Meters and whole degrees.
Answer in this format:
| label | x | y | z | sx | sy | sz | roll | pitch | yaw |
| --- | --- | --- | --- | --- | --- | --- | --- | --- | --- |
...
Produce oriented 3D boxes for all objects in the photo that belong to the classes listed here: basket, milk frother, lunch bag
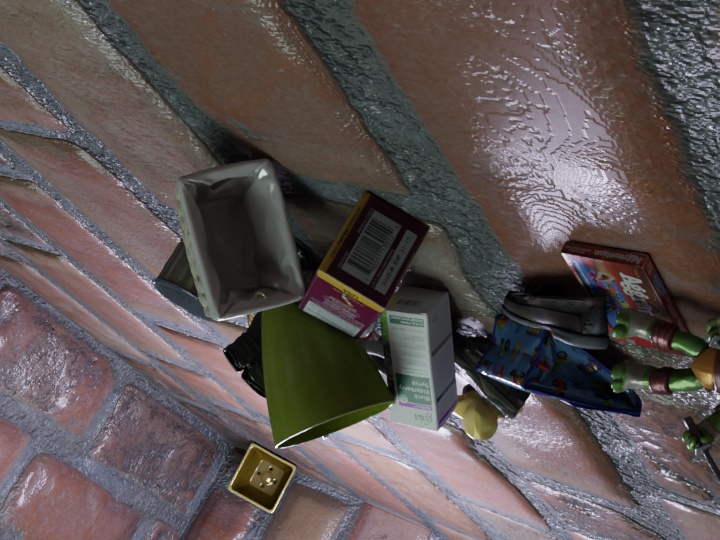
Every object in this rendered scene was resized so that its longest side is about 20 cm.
| label | x | y | z | sx | sy | sz | roll | pitch | yaw |
| --- | --- | --- | --- | --- | --- | --- | --- | --- | --- |
| basket | -0.173 | -0.037 | 1.387 | 0.123 | 0.135 | 0.201 | 161 | 94 | -71 |
| milk frother | -0.191 | -0.004 | 1.544 | 0.200 | 0.189 | 0.180 | 33 | 162 | -11 |
| lunch bag | 0.286 | 0.142 | 1.385 | 0.199 | 0.094 | 0.150 | 24 | 176 | -18 |

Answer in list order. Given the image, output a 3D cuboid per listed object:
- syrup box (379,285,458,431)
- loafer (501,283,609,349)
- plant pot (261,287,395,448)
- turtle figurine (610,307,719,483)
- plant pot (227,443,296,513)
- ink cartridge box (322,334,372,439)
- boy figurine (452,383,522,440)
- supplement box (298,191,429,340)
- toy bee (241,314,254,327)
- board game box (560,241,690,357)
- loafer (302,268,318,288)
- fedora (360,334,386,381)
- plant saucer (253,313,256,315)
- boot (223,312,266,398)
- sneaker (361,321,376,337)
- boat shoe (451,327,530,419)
| label | x | y | z | sx | sy | sz | roll | pitch | yaw |
| --- | --- | --- | --- | --- | --- | --- | --- | --- | --- |
| syrup box | 0.088 | 0.131 | 1.490 | 0.078 | 0.081 | 0.201 | 7 | 117 | 28 |
| loafer | 0.243 | 0.044 | 1.240 | 0.072 | 0.063 | 0.200 | 3 | -170 | -23 |
| plant pot | -0.070 | 0.134 | 1.484 | 0.187 | 0.186 | 0.201 | 116 | 135 | -71 |
| turtle figurine | 0.352 | 0.114 | 1.067 | 0.193 | 0.200 | 0.144 | 13 | 145 | 41 |
| plant pot | -0.368 | 0.791 | 3.836 | 0.195 | 0.195 | 0.200 | 28 | 170 | 4 |
| ink cartridge box | -0.060 | 0.183 | 1.811 | 0.083 | 0.200 | 0.144 | 22 | 160 | 18 |
| boy figurine | 0.203 | 0.226 | 1.635 | 0.124 | 0.065 | 0.200 | 1 | -176 | 6 |
| supplement box | 0.000 | 0.000 | 1.366 | 0.103 | 0.131 | 0.200 | 30 | 162 | -2 |
| toy bee | -0.176 | 0.032 | 1.743 | 0.108 | 0.131 | 0.200 | -15 | 127 | 30 |
| board game box | 0.315 | 0.036 | 1.173 | 0.103 | 0.019 | 0.200 | 11 | 154 | 41 |
| loafer | -0.090 | 0.052 | 1.700 | 0.070 | 0.070 | 0.200 | -2 | 166 | -11 |
| fedora | 0.085 | 0.139 | 1.657 | 0.176 | 0.091 | 0.200 | 25 | 163 | 14 |
| plant saucer | -0.089 | 0.096 | 1.652 | 0.200 | 0.039 | 0.201 | 29 | 153 | 17 |
| boot | -0.114 | 0.153 | 1.581 | 0.200 | 0.132 | 0.070 | 41 | 154 | -9 |
| sneaker | -0.013 | 0.067 | 1.641 | 0.078 | 0.080 | 0.200 | 40 | 156 | -6 |
| boat shoe | 0.182 | 0.137 | 1.546 | 0.200 | 0.073 | 0.075 | 47 | 172 | 10 |
